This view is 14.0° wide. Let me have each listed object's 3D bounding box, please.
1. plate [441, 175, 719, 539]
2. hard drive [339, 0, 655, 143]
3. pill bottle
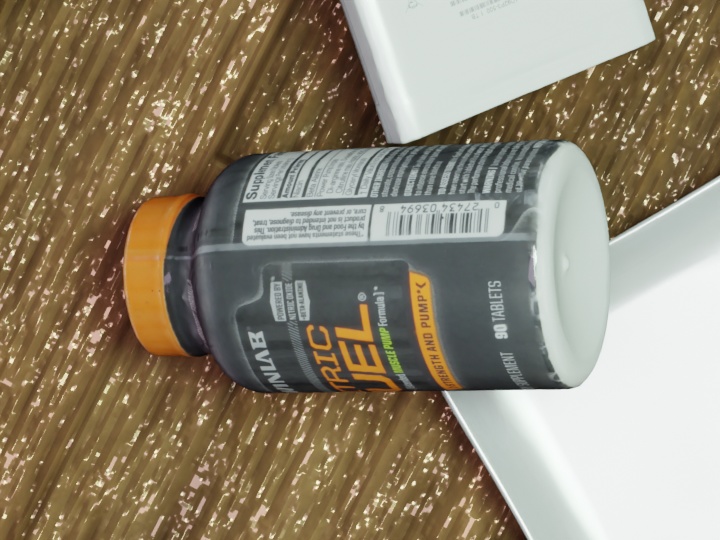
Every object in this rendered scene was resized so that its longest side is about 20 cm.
[{"bbox_3d":[0.159,0.071,1.302,0.199,0.032,0.201,-29,91,5],"label":"plate"},{"bbox_3d":[0.039,-0.172,1.265,0.131,0.026,0.201,-23,100,-20],"label":"hard drive"},{"bbox_3d":[0.000,0.000,1.260,0.199,0.106,0.107,-2,92,21],"label":"pill bottle"}]
